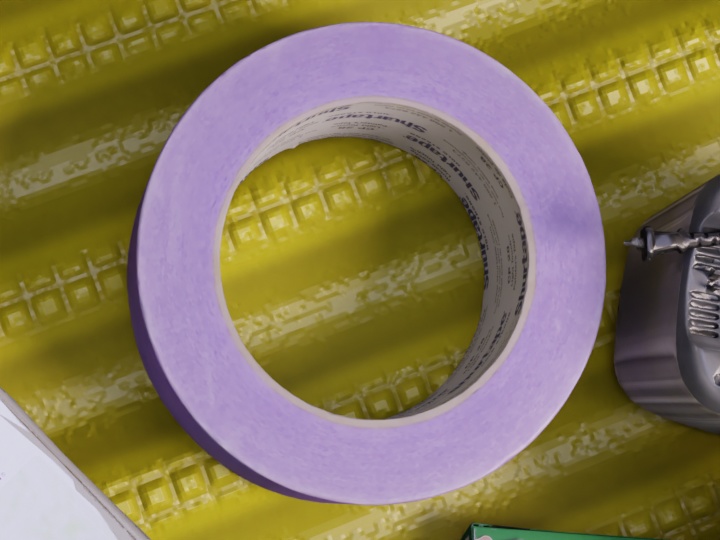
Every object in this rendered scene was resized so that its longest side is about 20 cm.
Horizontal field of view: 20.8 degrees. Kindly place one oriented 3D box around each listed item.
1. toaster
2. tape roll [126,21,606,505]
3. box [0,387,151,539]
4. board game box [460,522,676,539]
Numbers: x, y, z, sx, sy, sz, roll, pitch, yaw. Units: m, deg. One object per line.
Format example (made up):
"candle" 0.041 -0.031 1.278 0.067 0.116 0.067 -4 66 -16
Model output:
"toaster" 0.192 0.022 0.852 0.198 0.129 0.115 9 82 -9
"tape roll" 0.000 0.000 0.846 0.198 0.085 0.202 1 84 -9
"box" -0.123 0.126 0.752 0.177 0.200 0.097 45 79 -3
"board game box" 0.109 0.213 0.837 0.133 0.029 0.202 6 64 -10
